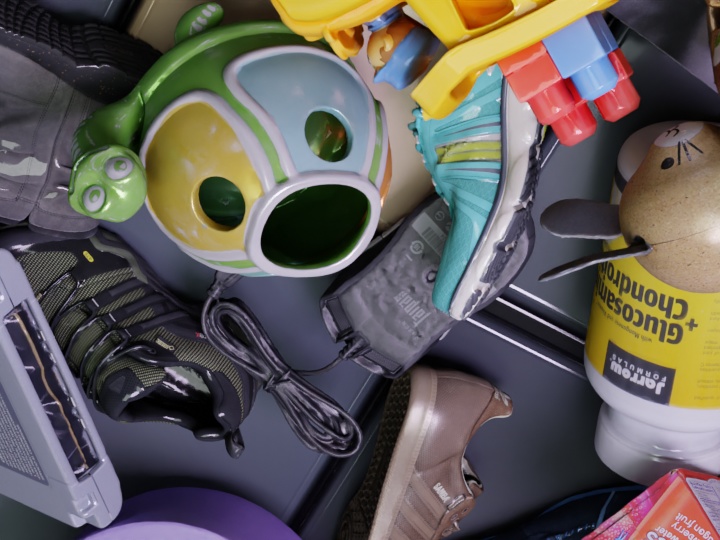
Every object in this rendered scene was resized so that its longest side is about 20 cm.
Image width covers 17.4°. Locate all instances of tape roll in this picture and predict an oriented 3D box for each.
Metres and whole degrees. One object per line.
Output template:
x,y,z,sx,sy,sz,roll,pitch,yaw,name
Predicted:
-0.113,0.242,1.462,0.198,0.085,0.202,2,100,10,tape roll

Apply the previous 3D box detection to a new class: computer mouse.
0.000,0.000,1.406,0.140,0.046,0.200,41,102,-7,computer mouse

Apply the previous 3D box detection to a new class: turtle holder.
-0.064,-0.067,1.298,0.185,0.132,0.141,28,109,-43,turtle holder

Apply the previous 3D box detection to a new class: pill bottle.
0.191,0.023,1.374,0.111,0.112,0.202,6,118,-1,pill bottle

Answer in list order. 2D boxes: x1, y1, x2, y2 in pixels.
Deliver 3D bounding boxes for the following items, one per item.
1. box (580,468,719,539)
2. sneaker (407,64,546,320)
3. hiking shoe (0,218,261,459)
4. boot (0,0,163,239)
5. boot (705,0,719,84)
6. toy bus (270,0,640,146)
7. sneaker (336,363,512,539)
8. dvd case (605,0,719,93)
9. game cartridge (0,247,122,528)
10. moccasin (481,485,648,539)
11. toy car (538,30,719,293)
0.219,0.193,1.411,0.095,0.100,0.200,-40,153,20,box
0.065,-0.073,1.337,0.079,0.077,0.202,10,90,9,sneaker
-0.147,0.038,1.405,0.199,0.101,0.076,26,115,-11,hiking shoe
-0.213,-0.093,1.341,0.199,0.070,0.132,26,117,-23,boot
0.271,-0.120,1.295,0.154,0.077,0.201,-15,114,8,boot
0.058,-0.146,1.252,0.199,0.136,0.193,-25,94,17,toy bus
0.037,0.151,1.474,0.075,0.071,0.201,10,123,-14,sneaker
0.254,-0.154,1.332,0.199,0.016,0.149,34,114,-15,dvd case
-0.223,0.059,1.412,0.132,0.041,0.201,13,134,41,game cartridge
0.117,0.202,1.496,0.199,0.068,0.081,-24,114,12,moccasin
0.181,-0.053,1.212,0.199,0.164,0.159,-22,105,14,toy car
